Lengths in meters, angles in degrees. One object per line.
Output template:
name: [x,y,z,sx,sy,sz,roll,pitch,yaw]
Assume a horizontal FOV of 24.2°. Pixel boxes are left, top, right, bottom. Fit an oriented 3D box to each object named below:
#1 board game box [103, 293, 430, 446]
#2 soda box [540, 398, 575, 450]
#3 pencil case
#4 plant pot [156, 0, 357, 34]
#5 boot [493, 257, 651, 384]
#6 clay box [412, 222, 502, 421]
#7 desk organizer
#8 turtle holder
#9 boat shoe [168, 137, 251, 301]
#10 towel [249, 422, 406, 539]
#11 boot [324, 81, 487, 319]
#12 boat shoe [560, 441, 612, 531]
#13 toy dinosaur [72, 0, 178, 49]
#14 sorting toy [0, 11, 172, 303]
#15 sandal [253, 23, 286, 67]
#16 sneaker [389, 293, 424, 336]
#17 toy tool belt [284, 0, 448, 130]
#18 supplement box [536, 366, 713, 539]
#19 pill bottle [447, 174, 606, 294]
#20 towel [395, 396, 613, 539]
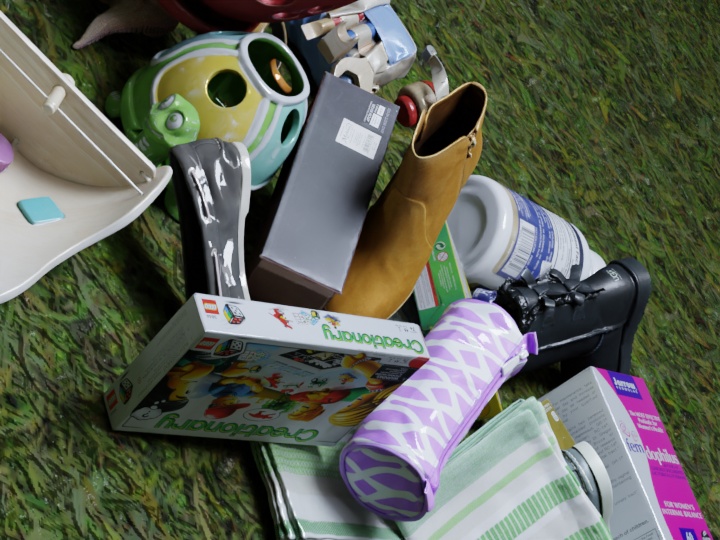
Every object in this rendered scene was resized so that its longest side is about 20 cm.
board game box: [-0.065,0.074,1.192,0.199,0.126,0.035,9,49,-38]
soda box: [0.124,0.179,1.470,0.068,0.064,0.200,58,29,5]
pencil case: [0.062,0.106,1.308,0.200,0.085,0.084,-51,147,-39]
plant pot: [-0.081,-0.292,1.369,0.200,0.182,0.201,31,49,-43]
boot: [0.191,0.075,1.636,0.162,0.199,0.073,-14,43,-31]
clay box: [0.083,0.053,1.496,0.200,0.047,0.115,69,7,-54]
desk organizer: [-0.036,-0.057,1.388,0.071,0.077,0.201,24,55,-10]
turtle holder: [-0.124,-0.131,1.348,0.185,0.132,0.141,14,49,-51]
boat shoe: [-0.116,0.001,1.255,0.057,0.067,0.201,-1,91,-27]
towel: [-0.041,0.132,1.316,0.149,0.031,0.201,19,42,-51]
boot: [0.035,-0.054,1.362,0.071,0.144,0.202,30,67,11]
boat shoe: [0.180,0.232,1.453,0.073,0.062,0.201,52,-22,45]
toy dinosaur: [-0.177,-0.241,1.442,0.136,0.086,0.200,47,35,-29]
sorting toy: [-0.255,-0.068,1.132,0.200,0.107,0.180,46,37,-17]
sandal: [-0.093,-0.210,1.537,0.080,0.054,0.201,52,20,-58]
sneaker: [0.000,0.000,1.478,0.201,0.075,0.087,66,23,3]
toy tool belt: [-0.016,-0.207,1.637,0.123,0.125,0.200,-24,75,-29]
supplement box: [0.241,0.204,1.583,0.101,0.103,0.201,14,47,-49]
pill bottle: [0.159,-0.012,1.675,0.200,0.111,0.111,25,41,-44]
towel: [0.127,0.220,1.351,0.200,0.152,0.023,59,-16,-20]
